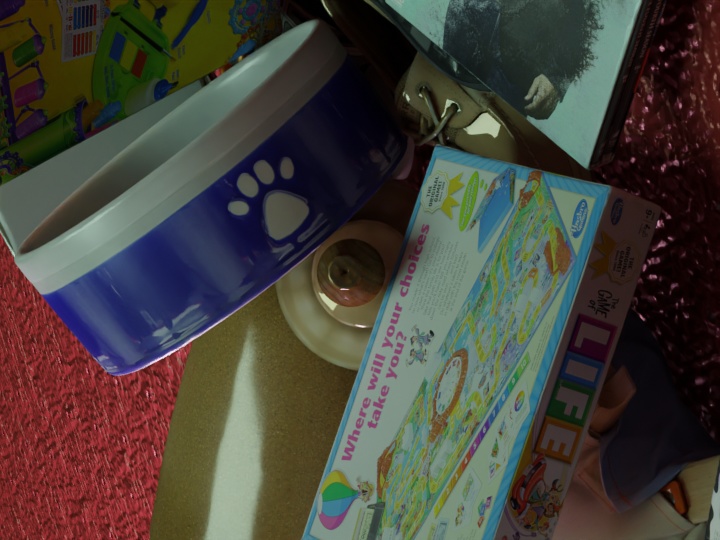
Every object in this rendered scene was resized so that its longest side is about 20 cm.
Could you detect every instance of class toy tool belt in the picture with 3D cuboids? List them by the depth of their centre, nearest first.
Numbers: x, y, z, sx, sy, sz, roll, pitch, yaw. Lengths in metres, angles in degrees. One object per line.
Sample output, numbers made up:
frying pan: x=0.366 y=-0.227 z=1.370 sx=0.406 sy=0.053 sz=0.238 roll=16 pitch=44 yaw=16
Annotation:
toy tool belt: x=0.113 y=0.062 z=1.186 sx=0.123 sy=0.124 sz=0.201 roll=-53 pitch=56 yaw=34

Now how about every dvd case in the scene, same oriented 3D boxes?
dvd case: x=0.082 y=-0.163 z=1.078 sx=0.146 sy=0.022 sz=0.201 roll=43 pitch=135 yaw=30

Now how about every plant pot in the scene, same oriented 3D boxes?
plant pot: x=-0.025 y=0.065 z=1.421 sx=0.186 sy=0.185 sz=0.201 roll=34 pitch=126 yaw=53

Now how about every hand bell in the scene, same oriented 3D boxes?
hand bell: x=0.000 y=0.000 z=1.239 sx=0.200 sy=0.104 sz=0.105 roll=22 pitch=-135 yaw=-87

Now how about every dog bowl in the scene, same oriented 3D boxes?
dog bowl: x=-0.075 y=-0.038 z=1.265 sx=0.079 sy=0.200 sz=0.200 roll=52 pitch=159 yaw=-11

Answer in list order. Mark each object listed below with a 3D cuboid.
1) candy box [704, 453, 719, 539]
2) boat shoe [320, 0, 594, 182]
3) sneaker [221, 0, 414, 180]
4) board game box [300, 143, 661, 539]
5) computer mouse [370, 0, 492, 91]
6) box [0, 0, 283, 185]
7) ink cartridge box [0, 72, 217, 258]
candy box: x=0.222 y=0.123 z=1.023 sx=0.168 sy=0.071 sz=0.201 roll=50 pitch=151 yaw=38
boat shoe: x=0.046 y=-0.085 z=1.240 sx=0.200 sy=0.064 sz=0.071 roll=54 pitch=154 yaw=30
sneaker: x=-0.037 y=-0.116 z=1.383 sx=0.200 sy=0.077 sz=0.079 roll=50 pitch=149 yaw=33
board game box: x=0.052 y=0.050 z=1.133 sx=0.134 sy=0.034 sz=0.201 roll=19 pitch=90 yaw=54
computer mouse: x=0.033 y=-0.170 z=1.195 sx=0.200 sy=0.053 sz=0.139 roll=48 pitch=137 yaw=25
box: x=-0.152 y=-0.186 z=1.264 sx=0.122 sy=0.192 sz=0.201 roll=38 pitch=146 yaw=35
ink cartridge box: x=-0.137 y=-0.057 z=1.482 sx=0.083 sy=0.145 sz=0.200 roll=62 pitch=-178 yaw=9
